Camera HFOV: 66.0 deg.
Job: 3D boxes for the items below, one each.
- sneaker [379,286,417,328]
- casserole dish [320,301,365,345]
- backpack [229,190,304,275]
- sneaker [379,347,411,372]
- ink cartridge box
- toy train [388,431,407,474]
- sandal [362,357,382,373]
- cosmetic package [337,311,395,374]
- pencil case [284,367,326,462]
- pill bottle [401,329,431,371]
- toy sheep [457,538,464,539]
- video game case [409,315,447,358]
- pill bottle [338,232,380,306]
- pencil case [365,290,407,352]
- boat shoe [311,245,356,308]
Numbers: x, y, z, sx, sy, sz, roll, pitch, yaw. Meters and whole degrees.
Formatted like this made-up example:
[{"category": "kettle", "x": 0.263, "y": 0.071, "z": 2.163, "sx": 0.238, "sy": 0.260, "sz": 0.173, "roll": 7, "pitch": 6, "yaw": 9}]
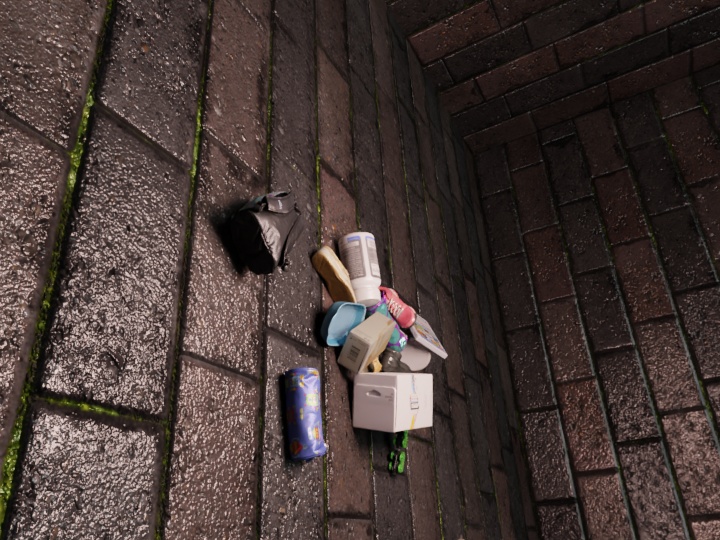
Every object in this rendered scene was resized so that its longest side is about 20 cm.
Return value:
[{"category": "sneaker", "x": 0.103, "y": 0.118, "z": 1.790, "sx": 0.086, "sy": 0.074, "sz": 0.200, "roll": 29, "pitch": 11, "yaw": -42}, {"category": "casserole dish", "x": -0.049, "y": 0.138, "z": 1.486, "sx": 0.199, "sy": 0.038, "sz": 0.123, "roll": 14, "pitch": 99, "yaw": -64}, {"category": "backpack", "x": -0.206, "y": -0.100, "z": 1.237, "sx": 0.201, "sy": 0.124, "sz": 0.170, "roll": -63, "pitch": 143, "yaw": -59}, {"category": "sneaker", "x": 0.099, "y": 0.315, "z": 1.735, "sx": 0.092, "sy": 0.075, "sz": 0.201, "roll": -65, "pitch": 147, "yaw": -21}, {"category": "ink cartridge box", "x": 0.090, "y": 0.356, "z": 1.523, "sx": 0.198, "sy": 0.145, "sz": 0.148, "roll": 14, "pitch": 75, "yaw": -52}, {"category": "toy train", "x": 0.121, "y": 0.494, "z": 1.632, "sx": 0.056, "sy": 0.041, "sz": 0.204, "roll": 34, "pitch": 64, "yaw": -63}, {"category": "sandal", "x": 0.039, "y": 0.268, "z": 1.635, "sx": 0.081, "sy": 0.053, "sz": 0.201, "roll": 62, "pitch": 26, "yaw": -25}, {"category": "cosmetic package", "x": 0.021, "y": 0.199, "z": 1.549, "sx": 0.199, "sy": 0.070, "sz": 0.107, "roll": -29, "pitch": 144, "yaw": -62}, {"category": "pencil case", "x": -0.120, "y": 0.317, "z": 1.223, "sx": 0.085, "sy": 0.078, "sz": 0.204, "roll": 4, "pitch": 69, "yaw": -34}, {"category": "pill bottle", "x": 0.186, "y": 0.256, "z": 1.878, "sx": 0.200, "sy": 0.111, "sz": 0.115, "roll": -48, "pitch": 120, "yaw": -77}, {"category": "toy sheep", "x": 0.356, "y": 0.980, "z": 1.802, "sx": 0.137, "sy": 0.136, "sz": 0.203, "roll": 17, "pitch": 49, "yaw": -62}, {"category": "video game case", "x": 0.201, "y": 0.196, "z": 1.824, "sx": 0.142, "sy": 0.018, "sz": 0.201, "roll": 36, "pitch": 14, "yaw": -29}, {"category": "pill bottle", "x": 0.000, "y": 0.000, "z": 1.644, "sx": 0.113, "sy": 0.112, "sz": 0.204, "roll": 23, "pitch": 55, "yaw": -60}, {"category": "pencil case", "x": 0.074, "y": 0.163, "z": 1.729, "sx": 0.202, "sy": 0.091, "sz": 0.086, "roll": 60, "pitch": 15, "yaw": -28}, {"category": "boat shoe", "x": -0.061, "y": 0.019, "z": 1.545, "sx": 0.202, "sy": 0.073, "sz": 0.070, "roll": 62, "pitch": 33, "yaw": -25}]
